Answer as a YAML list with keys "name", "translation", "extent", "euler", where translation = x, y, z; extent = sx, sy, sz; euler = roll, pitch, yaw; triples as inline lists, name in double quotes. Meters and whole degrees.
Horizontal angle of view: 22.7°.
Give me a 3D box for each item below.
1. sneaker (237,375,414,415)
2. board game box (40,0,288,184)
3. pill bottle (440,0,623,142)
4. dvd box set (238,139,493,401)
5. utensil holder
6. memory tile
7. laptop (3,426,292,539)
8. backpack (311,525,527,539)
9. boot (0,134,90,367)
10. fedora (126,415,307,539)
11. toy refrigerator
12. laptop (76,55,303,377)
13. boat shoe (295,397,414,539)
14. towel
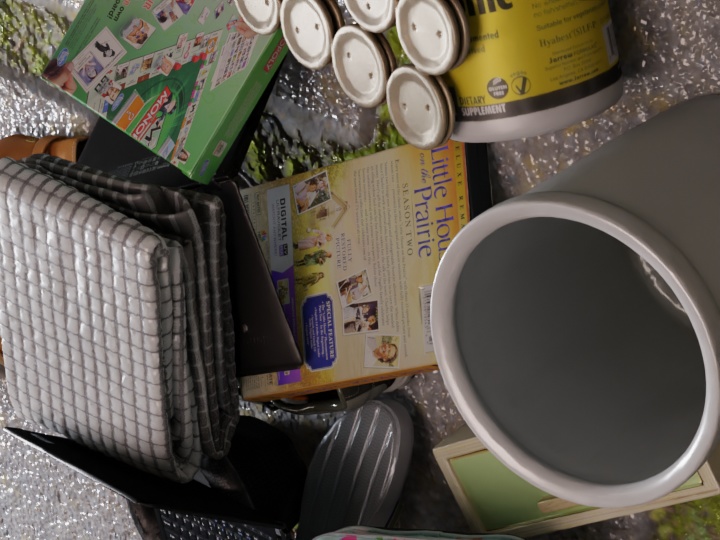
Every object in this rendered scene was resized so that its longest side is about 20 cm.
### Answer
- name: "sneaker"
  translation: [-0.057, 0.065, 1.266]
  extent: [0.199, 0.079, 0.074]
  euler: [-4, 111, 42]
- name: "board game box"
  translation: [-0.101, -0.174, 1.140]
  extent: [0.134, 0.029, 0.201]
  euler: [34, 95, 21]
- name: "pill bottle"
  translation: [0.076, -0.182, 1.006]
  extent: [0.111, 0.111, 0.201]
  euler: [-1, 110, 40]
- name: "dvd box set"
  translation: [0.000, 0.000, 1.164]
  extent: [0.199, 0.029, 0.147]
  euler: [-14, 75, 37]
- name: "utensil holder"
  translation: [0.162, 0.007, 0.969]
  extent: [0.169, 0.200, 0.171]
  euler: [19, 124, 31]
- name: "memory tile"
  translation: [-0.007, -0.171, 1.013]
  extent: [0.200, 0.017, 0.154]
  euler: [40, 139, 35]
- name: "laptop"
  translation: [-0.130, 0.193, 1.204]
  extent: [0.177, 0.103, 0.201]
  euler: [18, 127, 49]
- name: "backpack"
  translation: [0.036, 0.262, 1.124]
  extent: [0.177, 0.150, 0.201]
  euler: [-1, 67, 33]
- name: "boot"
  translation: [-0.238, -0.008, 1.386]
  extent: [0.154, 0.074, 0.201]
  euler: [-7, 110, 37]
- name: "fedora"
  translation: [-0.099, 0.162, 1.330]
  extent: [0.200, 0.091, 0.201]
  euler: [36, 139, 39]
- name: "toy refrigerator"
  translation: [0.145, 0.114, 1.128]
  extent: [0.199, 0.070, 0.076]
  euler: [-21, 97, 43]
- name: "laptop"
  translation: [-0.109, -0.039, 1.234]
  extent: [0.187, 0.201, 0.116]
  euler: [-10, 140, 42]
- name: "boat shoe"
  translation: [-0.005, 0.179, 1.289]
  extent: [0.072, 0.062, 0.201]
  euler: [34, 113, 32]
- name: "towel"
  translation: [-0.163, 0.025, 1.182]
  extent: [0.165, 0.085, 0.201]
  euler: [20, 126, 33]
